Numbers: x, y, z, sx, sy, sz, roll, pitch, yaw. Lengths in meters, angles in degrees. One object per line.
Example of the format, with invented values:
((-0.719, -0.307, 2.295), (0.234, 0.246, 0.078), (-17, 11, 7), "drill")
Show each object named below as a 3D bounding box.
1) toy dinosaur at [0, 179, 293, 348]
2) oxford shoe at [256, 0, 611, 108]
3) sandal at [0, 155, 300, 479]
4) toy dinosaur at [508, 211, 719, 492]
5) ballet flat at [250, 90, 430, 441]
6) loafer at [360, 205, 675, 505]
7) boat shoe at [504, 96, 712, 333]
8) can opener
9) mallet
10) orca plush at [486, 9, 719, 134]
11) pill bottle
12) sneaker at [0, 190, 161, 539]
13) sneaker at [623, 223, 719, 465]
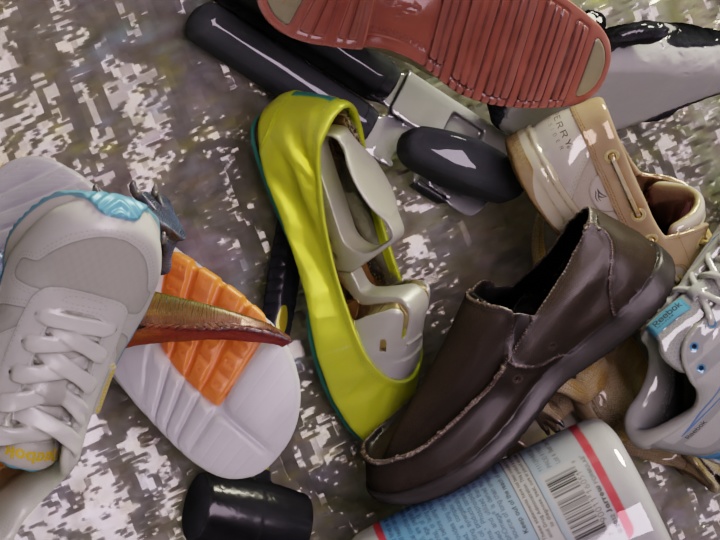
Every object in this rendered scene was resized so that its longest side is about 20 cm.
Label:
((-0.170, 0.032, 1.209), (0.200, 0.105, 0.181), (45, 107, -3), "toy dinosaur")
((0.036, -0.139, 1.292), (0.199, 0.074, 0.071), (18, 102, -18), "oxford shoe")
((-0.109, 0.019, 1.276), (0.079, 0.059, 0.207), (-45, 83, -1), "sandal")
((0.123, 0.062, 1.379), (0.200, 0.058, 0.101), (54, 55, -13), "toy dinosaur")
((0.000, 0.000, 1.297), (0.067, 0.067, 0.201), (-34, 110, -50), "ballet flat")
((0.069, 0.039, 1.286), (0.200, 0.073, 0.071), (-43, 111, 1), "loafer")
((0.157, -0.021, 1.343), (0.069, 0.074, 0.200), (-33, 133, 15), "boat shoe")
((0.004, -0.098, 1.322), (0.199, 0.067, 0.054), (32, 75, -18), "can opener")
((-0.057, 0.053, 1.308), (0.065, 0.041, 0.201), (6, 81, -25), "mallet")
((0.151, -0.130, 1.383), (0.199, 0.105, 0.071), (-22, 60, -11), "orca plush")
((0.061, 0.166, 1.288), (0.199, 0.109, 0.109), (-26, 97, -1), "pill bottle")
((-0.144, 0.046, 1.144), (0.076, 0.200, 0.081), (13, 41, -22), "sneaker")
((0.196, 0.018, 1.309), (0.086, 0.075, 0.201), (1, 116, -35), "sneaker")
